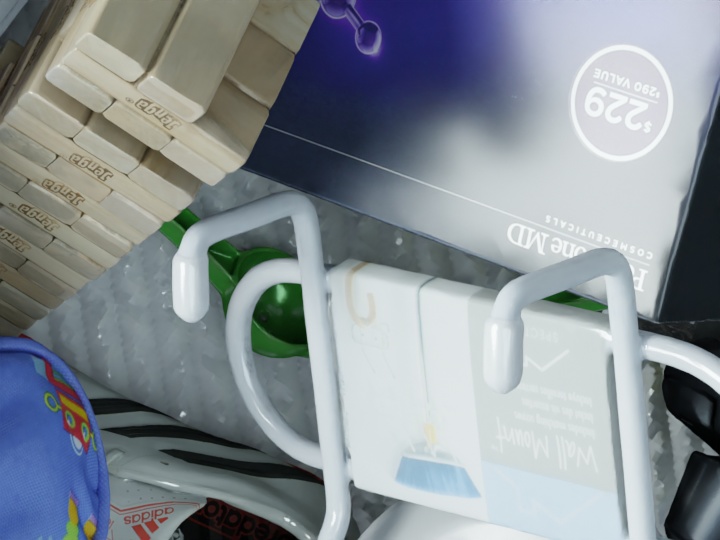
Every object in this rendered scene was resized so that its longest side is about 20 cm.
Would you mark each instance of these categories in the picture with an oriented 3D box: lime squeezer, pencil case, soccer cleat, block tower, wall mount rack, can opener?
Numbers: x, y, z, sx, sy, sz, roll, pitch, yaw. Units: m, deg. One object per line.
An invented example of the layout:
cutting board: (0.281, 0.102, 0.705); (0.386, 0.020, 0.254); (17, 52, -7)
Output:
lime squeezer: (0.000, 0.000, 0.829); (0.198, 0.038, 0.071); (13, 119, 5)
pencil case: (-0.165, 0.085, 0.769); (0.199, 0.078, 0.087); (-21, 75, 28)
soccer cleat: (-0.088, 0.067, 0.817); (0.199, 0.085, 0.069); (22, 98, -15)
block tower: (-0.082, -0.034, 0.739); (0.054, 0.200, 0.058); (33, 61, -15)
wall mount rack: (0.016, 0.073, 0.714); (0.074, 0.199, 0.175); (-22, 114, -42)
can opener: (0.151, 0.074, 0.843); (0.079, 0.063, 0.200); (-54, 141, 5)

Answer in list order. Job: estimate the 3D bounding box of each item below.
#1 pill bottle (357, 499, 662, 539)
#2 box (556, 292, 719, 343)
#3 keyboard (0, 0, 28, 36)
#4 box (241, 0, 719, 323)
pill bottle: (0.075, 0.155, 0.820); (0.114, 0.114, 0.200); (-37, 134, 0)
box: (0.160, 0.006, 0.867); (0.199, 0.050, 0.076); (17, 98, -15)
keyboard: (-0.152, -0.014, 0.768); (0.011, 0.056, 0.201); (39, 73, -13)
box: (0.035, -0.082, 0.750); (0.079, 0.199, 0.142); (-5, 111, -54)
